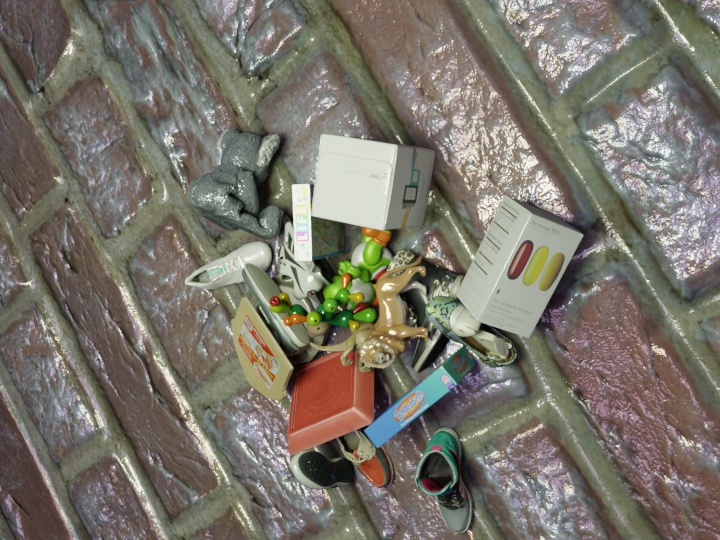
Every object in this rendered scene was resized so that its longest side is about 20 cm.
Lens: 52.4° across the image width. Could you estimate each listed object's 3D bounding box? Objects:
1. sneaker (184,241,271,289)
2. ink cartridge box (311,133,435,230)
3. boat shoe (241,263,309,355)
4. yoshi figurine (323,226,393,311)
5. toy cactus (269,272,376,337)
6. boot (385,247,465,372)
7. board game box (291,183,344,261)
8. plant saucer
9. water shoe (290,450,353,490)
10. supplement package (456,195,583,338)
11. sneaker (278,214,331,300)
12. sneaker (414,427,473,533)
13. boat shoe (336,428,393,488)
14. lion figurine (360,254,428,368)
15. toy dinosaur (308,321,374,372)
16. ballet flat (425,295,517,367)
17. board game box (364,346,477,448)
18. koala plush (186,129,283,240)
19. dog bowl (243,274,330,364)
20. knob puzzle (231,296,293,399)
[{"bbox_3d":[-0.279,-0.002,1.536,0.199,0.088,0.076,-23,84,24],"label":"sneaker"},{"bbox_3d":[0.026,-0.160,1.318,0.146,0.200,0.147,13,101,23],"label":"ink cartridge box"},{"bbox_3d":[-0.182,0.078,1.446,0.062,0.073,0.200,-37,86,22],"label":"boat shoe"},{"bbox_3d":[-0.014,-0.002,1.412,0.112,0.112,0.201,28,109,36],"label":"yoshi figurine"},{"bbox_3d":[-0.076,0.077,1.363,0.199,0.165,0.103,-4,69,-16],"label":"toy cactus"},{"bbox_3d":[0.104,0.072,1.381,0.153,0.073,0.204,30,106,23],"label":"boot"},{"bbox_3d":[-0.075,-0.092,1.371,0.034,0.200,0.135,0,95,16],"label":"board game box"},{"bbox_3d":[-0.064,0.235,1.418,0.199,0.201,0.037,-27,127,25],"label":"plant saucer"},{"bbox_3d":[-0.089,0.401,1.431,0.079,0.200,0.072,-22,61,23],"label":"water shoe"},{"bbox_3d":[0.267,-0.008,1.250,0.113,0.110,0.201,18,107,-20],"label":"supplement package"},{"bbox_3d":[-0.132,-0.027,1.435,0.088,0.074,0.200,-36,48,12],"label":"sneaker"},{"bbox_3d":[0.157,0.406,1.360,0.083,0.121,0.201,-10,91,25],"label":"sneaker"},{"bbox_3d":[-0.006,0.349,1.462,0.071,0.063,0.201,-34,82,22],"label":"boat shoe"},{"bbox_3d":[0.059,0.073,1.307,0.122,0.072,0.201,-2,81,6],"label":"lion figurine"},{"bbox_3d":[-0.006,0.141,1.392,0.199,0.058,0.101,-29,39,24],"label":"toy dinosaur"},{"bbox_3d":[0.203,0.106,1.288,0.200,0.074,0.074,34,114,-25],"label":"ballet flat"},{"bbox_3d":[0.113,0.230,1.345,0.200,0.152,0.045,-43,81,21],"label":"board game box"},{"bbox_3d":[-0.241,-0.191,1.465,0.177,0.184,0.201,15,80,38],"label":"koala plush"},{"bbox_3d":[-0.150,0.101,1.504,0.199,0.059,0.201,2,96,25],"label":"dog bowl"},{"bbox_3d":[-0.197,0.171,1.466,0.219,0.030,0.221,33,134,40],"label":"knob puzzle"}]
